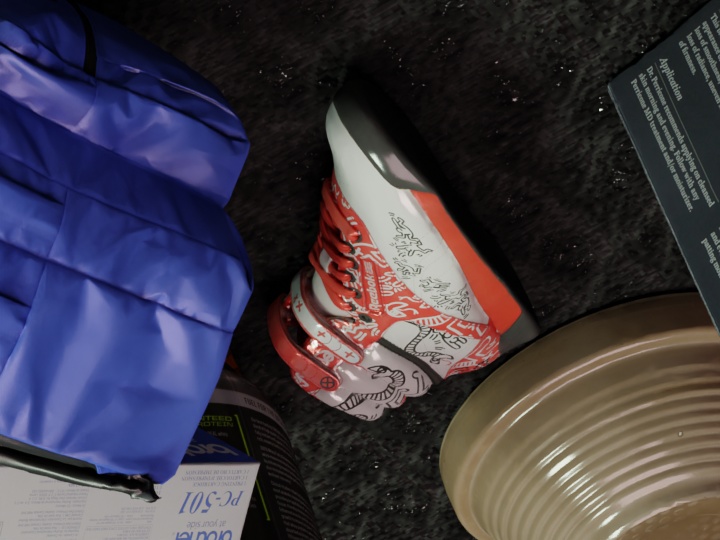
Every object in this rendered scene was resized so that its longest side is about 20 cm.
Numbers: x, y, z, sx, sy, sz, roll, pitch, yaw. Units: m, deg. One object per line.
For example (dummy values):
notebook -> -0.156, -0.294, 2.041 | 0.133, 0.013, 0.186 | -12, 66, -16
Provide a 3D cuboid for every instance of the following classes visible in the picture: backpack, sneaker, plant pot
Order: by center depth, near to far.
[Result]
backpack -> -0.158, -0.029, 0.930 | 0.199, 0.162, 0.168 | 18, 92, -36
sneaker -> 0.001, 0.001, 1.123 | 0.108, 0.067, 0.201 | -29, 146, 7
plant pot -> 0.148, 0.109, 1.317 | 0.200, 0.093, 0.201 | -13, 145, -9

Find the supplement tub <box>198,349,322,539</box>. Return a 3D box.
supplement tub -> -0.077, 0.129, 1.137 | 0.122, 0.200, 0.123 | -12, 143, -9

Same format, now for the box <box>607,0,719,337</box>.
box -> 0.229, -0.046, 1.060 | 0.104, 0.200, 0.182 | 23, 127, -42

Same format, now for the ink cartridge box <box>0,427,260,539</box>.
ink cartridge box -> -0.144, 0.079, 0.995 | 0.200, 0.094, 0.044 | 5, 104, -47
